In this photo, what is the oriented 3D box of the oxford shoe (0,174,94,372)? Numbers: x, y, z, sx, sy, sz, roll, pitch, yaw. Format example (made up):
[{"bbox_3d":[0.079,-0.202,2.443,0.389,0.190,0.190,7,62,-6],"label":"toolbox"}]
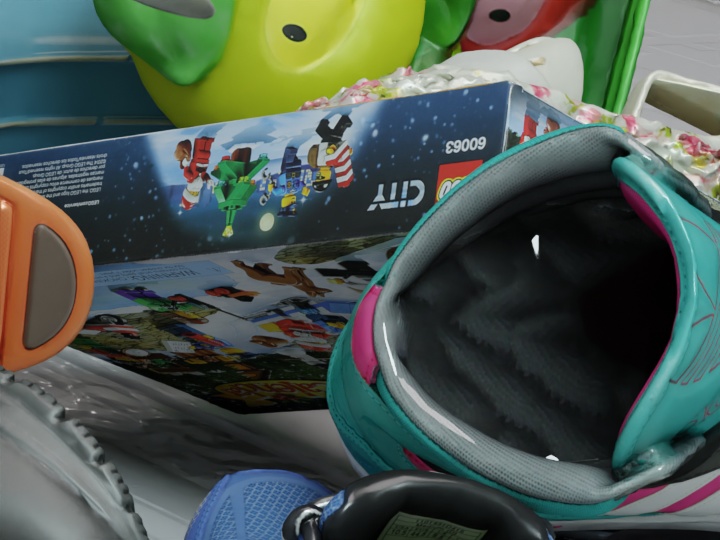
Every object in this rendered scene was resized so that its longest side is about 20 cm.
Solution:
[{"bbox_3d":[-0.163,-0.016,0.780,0.200,0.071,0.073,11,11,6],"label":"oxford shoe"}]

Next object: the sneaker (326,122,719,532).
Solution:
[{"bbox_3d":[0.086,0.014,0.647,0.200,0.084,0.121,-6,-13,7],"label":"sneaker"}]

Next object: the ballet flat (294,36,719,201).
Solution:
[{"bbox_3d":[0.068,-0.030,0.847,0.200,0.064,0.076,15,-23,-23],"label":"ballet flat"}]

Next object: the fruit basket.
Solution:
[{"bbox_3d":[0.008,-0.071,0.946,0.155,0.216,0.216,13,15,16],"label":"fruit basket"}]

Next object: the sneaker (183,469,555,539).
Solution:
[{"bbox_3d":[0.012,0.078,0.627,0.079,0.089,0.200,1,16,-22],"label":"sneaker"}]

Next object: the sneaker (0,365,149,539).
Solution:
[{"bbox_3d":[-0.138,0.053,0.685,0.200,0.076,0.091,24,45,19],"label":"sneaker"}]

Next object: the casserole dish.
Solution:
[{"bbox_3d":[-0.103,-0.044,0.984,0.200,0.121,0.039,-4,41,-48],"label":"casserole dish"}]

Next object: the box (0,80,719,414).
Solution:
[{"bbox_3d":[0.000,0.000,0.799,0.200,0.038,0.137,-6,-21,40],"label":"box"}]

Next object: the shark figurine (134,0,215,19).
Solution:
[{"bbox_3d":[-0.127,-0.067,0.852,0.128,0.215,0.090,11,49,-18],"label":"shark figurine"}]

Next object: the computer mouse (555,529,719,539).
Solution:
[{"bbox_3d":[0.092,0.083,0.736,0.138,0.053,0.200,14,15,12],"label":"computer mouse"}]
